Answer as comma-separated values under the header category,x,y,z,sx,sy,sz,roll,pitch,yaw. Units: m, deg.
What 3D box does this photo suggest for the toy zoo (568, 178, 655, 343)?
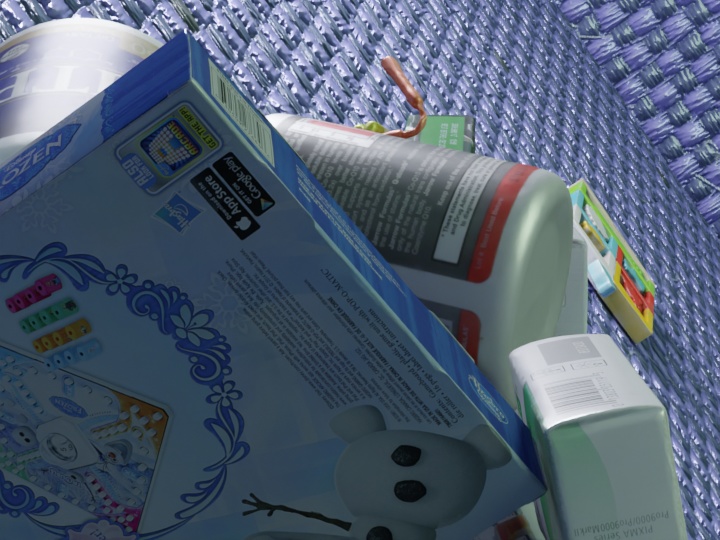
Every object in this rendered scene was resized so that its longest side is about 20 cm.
category,x,y,z,sx,sy,sz,roll,pitch,yaw
toy zoo,0.231,-0.007,2.258,0.132,0.020,0.200,55,15,-9

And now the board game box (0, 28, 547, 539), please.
category,x,y,z,sx,sy,sz,roll,pitch,yaw
board game box,-0.074,0.052,0.815,0.200,0.198,0.043,49,15,-27

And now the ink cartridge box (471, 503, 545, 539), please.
category,x,y,z,sx,sy,sz,roll,pitch,yaw
ink cartridge box,-0.005,0.129,0.976,0.145,0.145,0.200,60,14,10

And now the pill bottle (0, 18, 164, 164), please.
category,x,y,z,sx,sy,sz,roll,pitch,yaw
pill bottle,-0.118,-0.012,0.963,0.120,0.119,0.200,50,16,-22

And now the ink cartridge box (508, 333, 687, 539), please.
category,x,y,z,sx,sy,sz,roll,pitch,yaw
ink cartridge box,0.098,0.134,0.899,0.161,0.050,0.202,-101,-177,-83

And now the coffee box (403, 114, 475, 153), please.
category,x,y,z,sx,sy,sz,roll,pitch,yaw
coffee box,0.041,0.024,1.339,0.123,0.044,0.202,-75,166,-73

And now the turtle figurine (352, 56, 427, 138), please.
category,x,y,z,sx,sy,sz,roll,pitch,yaw
turtle figurine,0.000,0.000,1.225,0.064,0.160,0.201,67,0,-68

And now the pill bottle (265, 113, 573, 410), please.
category,x,y,z,sx,sy,sz,roll,pitch,yaw
pill bottle,-0.009,-0.009,1.130,0.198,0.117,0.116,14,0,16

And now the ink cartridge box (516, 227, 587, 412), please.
category,x,y,z,sx,sy,sz,roll,pitch,yaw
ink cartridge box,0.090,0.070,1.305,0.163,0.057,0.202,-107,-167,-80
